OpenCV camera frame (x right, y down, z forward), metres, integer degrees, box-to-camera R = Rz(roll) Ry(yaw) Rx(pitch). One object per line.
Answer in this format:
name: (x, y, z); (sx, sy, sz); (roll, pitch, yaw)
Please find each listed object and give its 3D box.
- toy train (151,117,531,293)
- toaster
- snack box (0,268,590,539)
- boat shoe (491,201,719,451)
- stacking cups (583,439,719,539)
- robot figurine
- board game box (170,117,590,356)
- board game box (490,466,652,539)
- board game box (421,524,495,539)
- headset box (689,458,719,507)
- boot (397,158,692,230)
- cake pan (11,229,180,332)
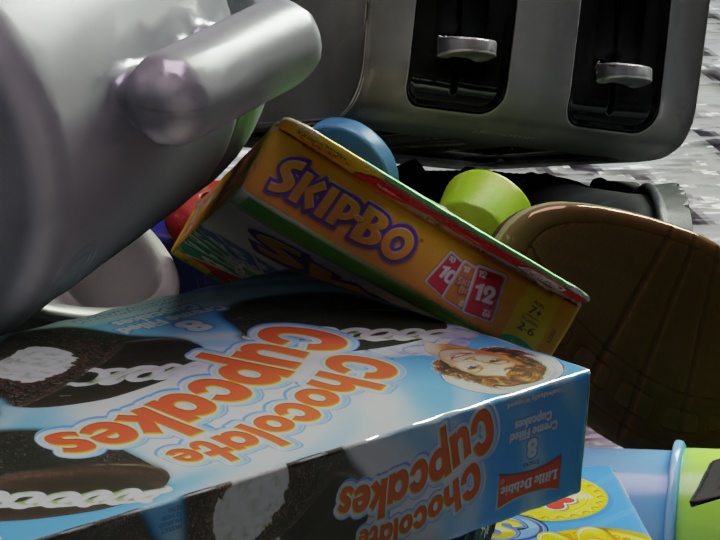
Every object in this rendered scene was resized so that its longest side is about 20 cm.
toy train: (0.031, 0.005, 0.956); (0.199, 0.085, 0.116); (14, 37, 26)
toaster: (0.023, -0.110, 1.119); (0.180, 0.120, 0.200); (6, -3, -35)
snack box: (-0.052, 0.045, 0.638); (0.116, 0.037, 0.199); (18, 22, 42)
boat shoe: (0.113, 0.030, 0.874); (0.199, 0.073, 0.072); (21, -1, -27)
stacking cups: (0.080, 0.076, 0.815); (0.199, 0.061, 0.061); (3, 16, 14)
robot figurine: (-0.097, -0.053, 0.715); (0.169, 0.114, 0.200); (4, 25, 28)
board game box: (0.000, 0.000, 0.771); (0.095, 0.030, 0.200); (30, -12, -6)
board game box: (-0.012, 0.112, 0.682); (0.199, 0.056, 0.196); (-1, 17, -6)
board game box: (-0.068, 0.065, 0.686); (0.199, 0.028, 0.135); (4, 17, 9)
headset box: (0.177, 0.081, 0.625); (0.199, 0.093, 0.174); (24, 18, 9)
boot: (0.043, -0.007, 1.071); (0.161, 0.074, 0.198); (2, 9, -5)
cake pan: (-0.153, -0.022, 0.827); (0.199, 0.037, 0.200); (26, 14, -7)
